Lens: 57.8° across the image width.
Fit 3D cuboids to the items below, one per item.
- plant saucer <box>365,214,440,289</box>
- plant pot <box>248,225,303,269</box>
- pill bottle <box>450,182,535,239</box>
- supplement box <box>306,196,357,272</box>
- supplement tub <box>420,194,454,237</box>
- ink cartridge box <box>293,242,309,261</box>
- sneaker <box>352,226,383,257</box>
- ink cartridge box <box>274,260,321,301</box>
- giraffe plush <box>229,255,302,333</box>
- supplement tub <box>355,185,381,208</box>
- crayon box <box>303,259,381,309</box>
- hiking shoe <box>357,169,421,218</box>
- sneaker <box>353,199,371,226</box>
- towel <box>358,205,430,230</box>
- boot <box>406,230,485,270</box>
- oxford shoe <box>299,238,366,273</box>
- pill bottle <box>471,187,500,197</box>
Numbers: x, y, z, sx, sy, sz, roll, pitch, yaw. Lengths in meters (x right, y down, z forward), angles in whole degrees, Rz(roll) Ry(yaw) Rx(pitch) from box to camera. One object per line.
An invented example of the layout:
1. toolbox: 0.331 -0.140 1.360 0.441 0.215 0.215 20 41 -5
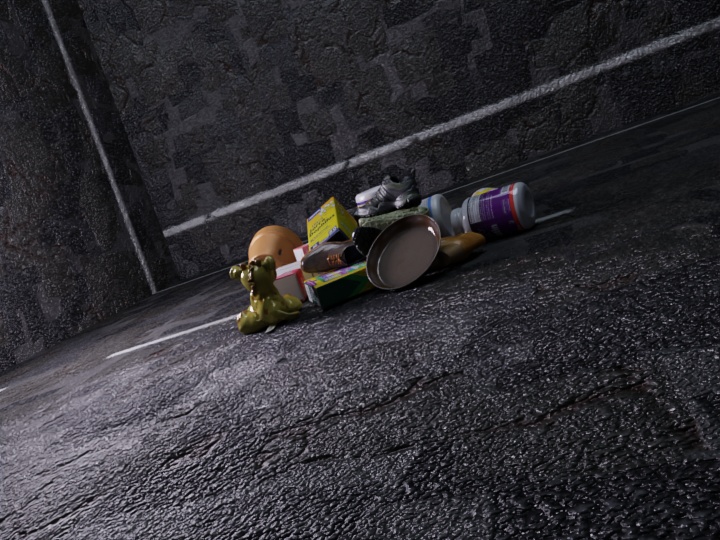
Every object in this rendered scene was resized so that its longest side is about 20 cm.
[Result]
1. plant saucer: 0.101 -0.037 1.481 0.196 0.032 0.204 -22 45 24
2. plant pot: -0.288 -0.025 2.158 0.195 0.204 0.141 -17 25 18
3. pill bottle: 0.326 -0.138 1.611 0.196 0.116 0.112 -15 9 34
4. supplement box: -0.073 -0.092 1.801 0.108 0.110 0.202 -37 29 15
5. supplement tub: 0.150 -0.111 1.759 0.195 0.135 0.132 -19 8 25
6. ink cartridge box: -0.097 -0.048 2.024 0.197 0.120 0.067 -26 10 -31
7. sneaker: 0.070 -0.059 1.629 0.194 0.078 0.088 20 11 -5
8. ink cartridge box: -0.198 0.037 1.847 0.141 0.087 0.200 -17 10 18
9. giraffe plush: -0.241 0.050 1.592 0.168 0.167 0.200 -20 8 -8
10. supplement tub: 0.078 -0.153 1.980 0.141 0.206 0.146 -18 8 3
11. crayon box: -0.042 0.030 1.618 0.168 0.060 0.200 -21 8 -11
12. hiking shoe: 0.073 -0.194 1.708 0.196 0.104 0.075 -15 -18 34
13. sneaker: 0.056 -0.117 1.865 0.072 0.202 0.085 24 65 40
14. towel: 0.100 -0.084 1.687 0.194 0.152 0.037 -9 31 20
15. boot: 0.188 -0.047 1.544 0.142 0.073 0.198 -24 16 -38
16. oxford shoe: -0.063 -0.038 1.663 0.194 0.073 0.073 -19 11 2
17. pill bottle: 0.354 -0.172 1.781 0.101 0.107 0.200 -19 8 0
